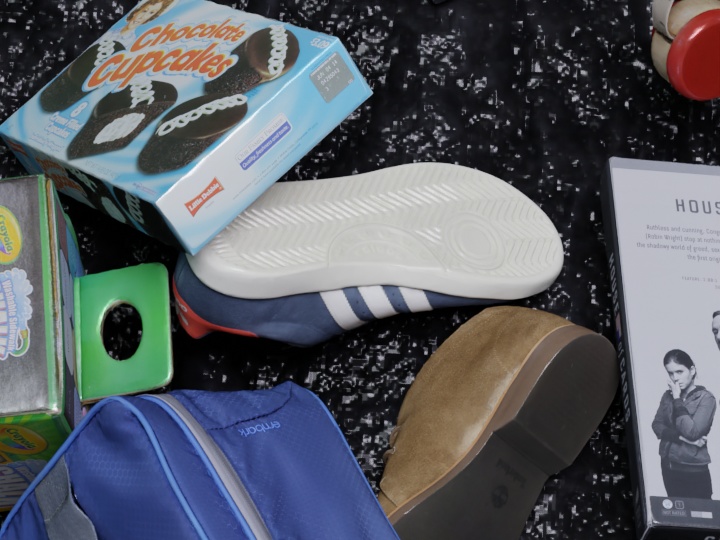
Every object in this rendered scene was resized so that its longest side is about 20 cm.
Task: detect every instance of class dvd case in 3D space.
[{"bbox_3d":[0.194,0.039,1.170,0.149,0.025,0.201,5,56,-10],"label":"dvd case"}]

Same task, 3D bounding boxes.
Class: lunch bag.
[{"bbox_3d":[-0.064,0.155,1.081,0.132,0.136,0.201,-2,50,-44],"label":"lunch bag"}]

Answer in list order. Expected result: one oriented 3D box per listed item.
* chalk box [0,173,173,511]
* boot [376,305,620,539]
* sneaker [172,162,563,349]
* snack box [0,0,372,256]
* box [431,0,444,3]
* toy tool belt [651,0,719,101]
[{"bbox_3d":[-0.187,0.039,1.175,0.198,0.124,0.125,-5,65,0],"label":"chalk box"},{"bbox_3d":[0.037,0.102,1.177,0.200,0.074,0.075,-50,42,-10],"label":"boot"},{"bbox_3d":[0.000,0.000,1.214,0.199,0.085,0.075,1,55,-23],"label":"sneaker"},{"bbox_3d":[-0.089,-0.077,1.199,0.116,0.037,0.200,-43,29,-14],"label":"snack box"},{"bbox_3d":[0.096,-0.251,1.286,0.199,0.115,0.133,-24,66,-8],"label":"box"},{"bbox_3d":[0.212,-0.161,1.254,0.199,0.125,0.123,-28,37,-12],"label":"toy tool belt"}]
